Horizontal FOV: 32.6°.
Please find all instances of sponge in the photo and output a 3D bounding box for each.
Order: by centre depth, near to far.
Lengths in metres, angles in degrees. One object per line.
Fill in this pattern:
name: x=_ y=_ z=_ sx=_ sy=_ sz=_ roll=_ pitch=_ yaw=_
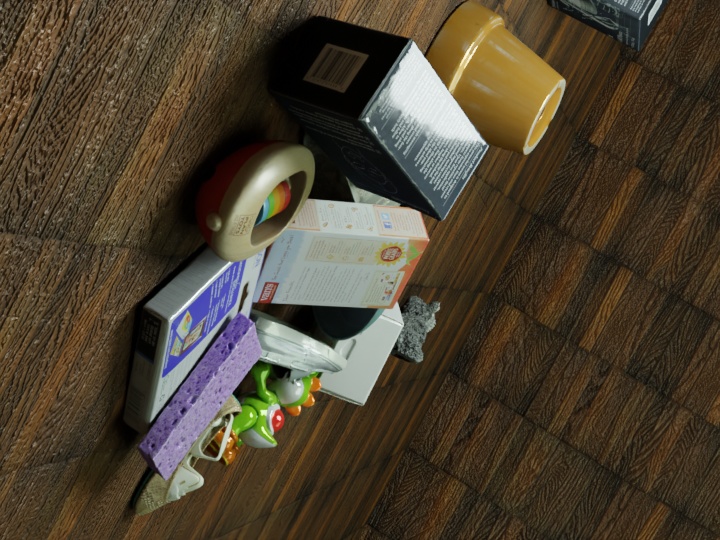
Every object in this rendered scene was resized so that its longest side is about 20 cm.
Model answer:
sponge: x=-0.188 y=0.150 z=1.467 sx=0.201 sy=0.030 sz=0.112 roll=-53 pitch=167 yaw=-19

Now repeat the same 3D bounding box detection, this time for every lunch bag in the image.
lunch bag: x=0.007 y=-0.158 z=1.543 sx=0.164 sy=0.117 sz=0.201 roll=-49 pitch=154 yaw=-26

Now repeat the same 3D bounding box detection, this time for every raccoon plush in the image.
raccoon plush: x=0.098 y=0.099 z=2.426 sx=0.200 sy=0.096 sz=0.136 roll=64 pitch=49 yaw=-73

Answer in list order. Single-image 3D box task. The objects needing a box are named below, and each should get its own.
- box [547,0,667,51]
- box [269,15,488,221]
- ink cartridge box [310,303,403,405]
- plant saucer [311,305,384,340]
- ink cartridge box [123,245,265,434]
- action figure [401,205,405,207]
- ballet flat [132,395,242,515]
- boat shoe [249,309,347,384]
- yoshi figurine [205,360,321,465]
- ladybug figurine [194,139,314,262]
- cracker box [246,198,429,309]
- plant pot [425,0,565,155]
box: x=0.441 y=-0.511 z=2.198 sx=0.125 sy=0.195 sz=0.200 roll=-59 pitch=166 yaw=1
box: x=0.023 y=-0.166 z=1.355 sx=0.108 sy=0.147 sz=0.200 roll=-56 pitch=138 yaw=-11
ink cartridge box: x=-0.010 y=0.088 z=1.857 sx=0.200 sy=0.083 sz=0.147 roll=-102 pitch=-144 yaw=-67
plant saucer: x=0.000 y=0.000 z=1.697 sx=0.036 sy=0.200 sz=0.202 roll=14 pitch=110 yaw=-33
ink cartridge box: x=-0.189 y=0.063 z=1.422 sx=0.200 sy=0.043 sz=0.200 roll=-45 pitch=160 yaw=-44
action figure: x=0.040 y=-0.101 z=1.843 sx=0.201 sy=0.054 sz=0.119 roll=-52 pitch=-148 yaw=25
ballet flat: x=-0.222 y=0.245 z=1.620 sx=0.202 sy=0.065 sz=0.071 roll=-58 pitch=166 yaw=-8
boat shoe: x=-0.099 y=0.113 z=1.679 sx=0.200 sy=0.070 sz=0.072 roll=28 pitch=90 yaw=-46
yoshi figurine: x=-0.148 y=0.171 z=1.740 sx=0.199 sy=0.112 sz=0.113 roll=-40 pitch=120 yaw=-21
ladybug figurine: x=-0.118 y=-0.082 z=1.329 sx=0.137 sy=0.071 sz=0.200 roll=-66 pitch=166 yaw=22
cracker box: x=-0.032 y=-0.020 z=1.515 sx=0.197 sy=0.058 sz=0.135 roll=3 pitch=138 yaw=-24
plant pot: x=0.199 y=-0.272 z=1.844 sx=0.201 sy=0.182 sz=0.201 roll=-54 pitch=165 yaw=-22
